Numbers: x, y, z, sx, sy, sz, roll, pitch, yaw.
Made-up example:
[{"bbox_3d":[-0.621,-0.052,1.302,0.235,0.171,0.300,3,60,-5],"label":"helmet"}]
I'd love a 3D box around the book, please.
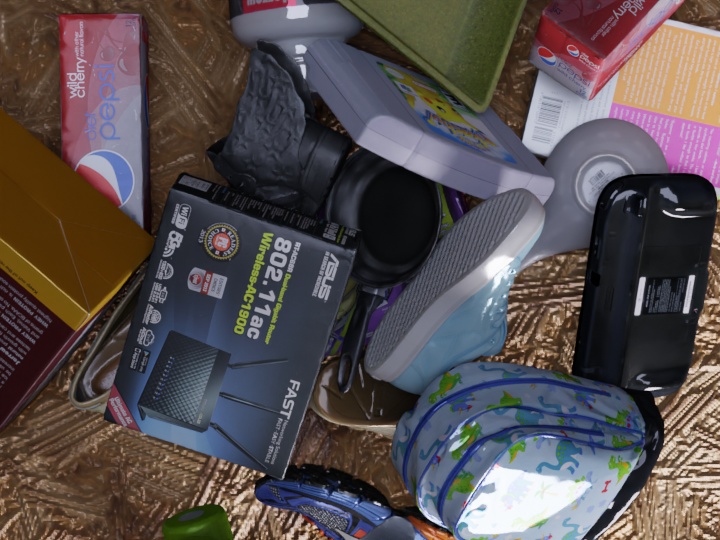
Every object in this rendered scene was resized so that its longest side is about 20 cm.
[{"bbox_3d":[0.242,-0.140,1.556,0.199,0.048,0.134,14,91,0],"label":"book"}]

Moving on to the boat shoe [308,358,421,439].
[{"bbox_3d":[0.047,0.109,1.544,0.199,0.065,0.073,9,84,-20],"label":"boat shoe"}]

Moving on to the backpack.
[{"bbox_3d":[0.122,0.148,1.467,0.199,0.154,0.163,27,115,-23],"label":"backpack"}]

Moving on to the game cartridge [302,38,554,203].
[{"bbox_3d":[0.058,-0.109,1.464,0.199,0.134,0.041,17,120,-39],"label":"game cartridge"}]

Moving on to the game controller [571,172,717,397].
[{"bbox_3d":[0.230,0.016,1.526,0.104,0.042,0.201,-6,118,-23],"label":"game controller"}]

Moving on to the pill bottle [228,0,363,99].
[{"bbox_3d":[-0.053,-0.239,1.510,0.110,0.111,0.201,-6,91,-2],"label":"pill bottle"}]

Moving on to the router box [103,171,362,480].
[{"bbox_3d":[-0.098,0.043,1.450,0.149,0.062,0.201,18,106,-1],"label":"router box"}]

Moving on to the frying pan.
[{"bbox_3d":[0.024,-0.006,1.468,0.115,0.031,0.191,-12,81,37],"label":"frying pan"}]

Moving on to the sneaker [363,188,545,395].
[{"bbox_3d":[0.089,0.020,1.457,0.082,0.074,0.200,27,123,-25],"label":"sneaker"}]

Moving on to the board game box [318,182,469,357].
[{"bbox_3d":[0.000,0.000,1.528,0.199,0.032,0.121,-17,87,17],"label":"board game box"}]

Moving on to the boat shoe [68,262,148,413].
[{"bbox_3d":[-0.159,0.037,1.524,0.073,0.063,0.200,38,95,9],"label":"boat shoe"}]

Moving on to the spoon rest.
[{"bbox_3d":[0.162,-0.042,1.541,0.200,0.061,0.099,-39,93,5],"label":"spoon rest"}]

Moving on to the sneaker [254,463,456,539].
[{"bbox_3d":[0.003,0.219,1.539,0.199,0.075,0.079,24,93,-1],"label":"sneaker"}]

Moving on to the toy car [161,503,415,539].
[{"bbox_3d":[-0.044,0.263,1.488,0.199,0.158,0.165,-15,100,3],"label":"toy car"}]

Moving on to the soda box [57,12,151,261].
[{"bbox_3d":[-0.206,-0.106,1.530,0.070,0.063,0.201,-1,90,0],"label":"soda box"}]

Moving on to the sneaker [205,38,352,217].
[{"bbox_3d":[-0.077,-0.071,1.480,0.104,0.060,0.200,28,114,1],"label":"sneaker"}]

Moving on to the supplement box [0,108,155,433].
[{"bbox_3d":[-0.305,0.007,1.454,0.197,0.133,0.200,40,120,-2],"label":"supplement box"}]

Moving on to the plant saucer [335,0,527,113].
[{"bbox_3d":[0.049,-0.254,1.493,0.199,0.048,0.201,35,65,-33],"label":"plant saucer"}]

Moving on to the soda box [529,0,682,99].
[{"bbox_3d":[0.221,-0.229,1.498,0.063,0.070,0.200,38,67,12],"label":"soda box"}]
